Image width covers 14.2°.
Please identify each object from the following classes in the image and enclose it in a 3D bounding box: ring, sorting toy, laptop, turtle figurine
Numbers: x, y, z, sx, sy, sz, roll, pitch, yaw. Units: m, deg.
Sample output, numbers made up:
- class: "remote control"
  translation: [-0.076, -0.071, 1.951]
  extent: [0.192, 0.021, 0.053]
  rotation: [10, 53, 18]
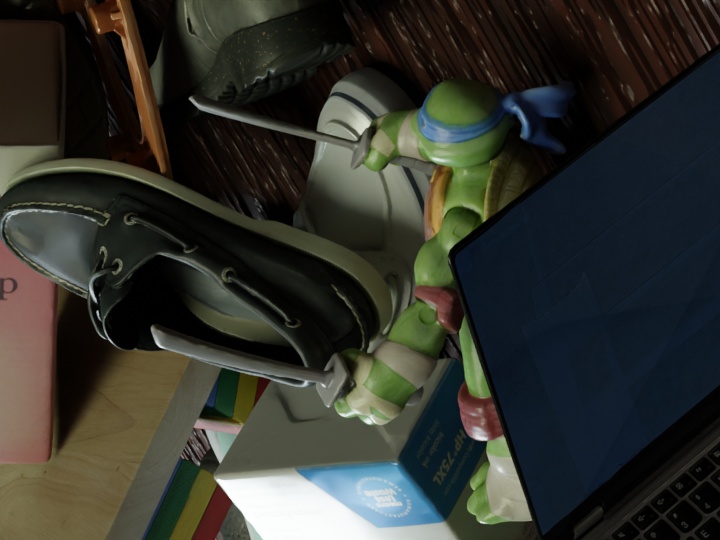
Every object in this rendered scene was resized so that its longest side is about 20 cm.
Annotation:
- class: "ring"
  translation: [-0.124, -0.122, 1.334]
  extent: [0.200, 0.019, 0.201]
  rotation: [162, 90, -81]
- class: "sorting toy"
  translation: [-0.115, 0.075, 1.480]
  extent: [0.070, 0.199, 0.200]
  rotation: [31, 167, -27]
- class: "laptop"
  translation: [0.153, 0.040, 0.976]
  extent: [0.200, 0.187, 0.116]
  rotation: [44, 153, 18]
- class: "turtle figurine"
  translation: [0.018, 0.008, 1.202]
  extent: [0.194, 0.200, 0.144]
  rotation: [65, 176, -36]

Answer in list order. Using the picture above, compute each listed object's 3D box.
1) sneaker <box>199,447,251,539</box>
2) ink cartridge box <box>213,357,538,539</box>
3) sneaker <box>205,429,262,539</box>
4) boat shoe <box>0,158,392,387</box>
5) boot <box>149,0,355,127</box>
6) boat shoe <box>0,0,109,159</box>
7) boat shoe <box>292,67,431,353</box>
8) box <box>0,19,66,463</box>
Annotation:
- class: "sneaker"
  translation: [-0.047, 0.195, 1.576]
  extent: [0.200, 0.115, 0.075]
  rotation: [50, 154, 7]
- class: "ink cartridge box"
  translation: [0.038, 0.136, 1.348]
  extent: [0.116, 0.067, 0.200]
  rotation: [-8, 129, 41]
- class: "sneaker"
  translation: [-0.008, 0.142, 1.487]
  extent: [0.201, 0.074, 0.118]
  rotation: [62, 159, -12]
- class: "boat shoe"
  translation: [-0.087, 0.008, 1.286]
  extent: [0.199, 0.066, 0.075]
  rotation: [20, 140, 19]
- class: "boot"
  translation: [-0.064, -0.140, 1.276]
  extent: [0.131, 0.068, 0.200]
  rotation: [71, 160, 0]
- class: "boat shoe"
  translation: [-0.176, -0.133, 1.453]
  extent: [0.072, 0.068, 0.200]
  rotation: [-17, 116, 17]
- class: "boat shoe"
  translation: [0.000, 0.000, 1.317]
  extent: [0.073, 0.067, 0.200]
  rotation: [34, 148, 33]
- class: "box"
  translation: [-0.210, -0.013, 1.419]
  extent: [0.109, 0.127, 0.200]
  rotation: [-98, 12, -52]
